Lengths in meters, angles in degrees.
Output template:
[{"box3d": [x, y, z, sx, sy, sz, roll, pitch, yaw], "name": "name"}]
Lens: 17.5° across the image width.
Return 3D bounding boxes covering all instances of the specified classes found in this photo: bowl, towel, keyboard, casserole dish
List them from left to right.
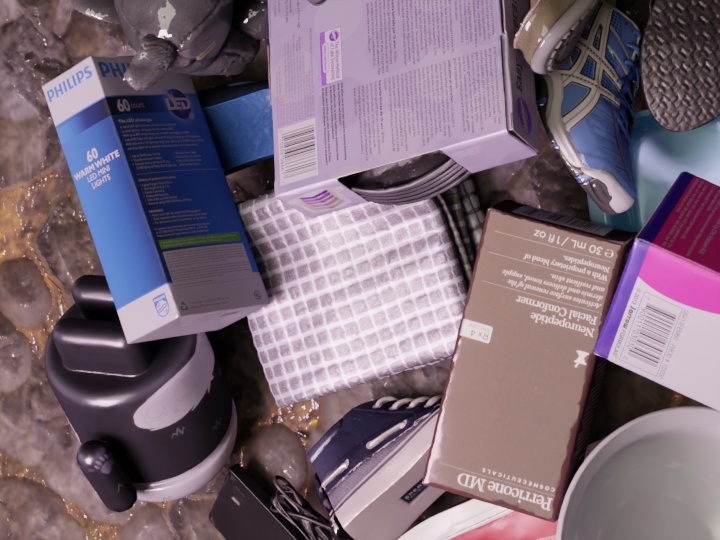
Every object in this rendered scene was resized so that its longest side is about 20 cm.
[{"box3d": [-0.031, 0.228, 1.807, 0.200, 0.040, 0.104, 45, 140, 15], "name": "keyboard"}, {"box3d": [0.000, 0.000, 1.715, 0.200, 0.086, 0.166, -20, 89, 30], "name": "towel"}, {"box3d": [0.215, 0.196, 1.594, 0.090, 0.201, 0.202, 148, 101, -73], "name": "bowl"}, {"box3d": [0.252, -0.056, 1.589, 0.199, 0.039, 0.122, -4, 95, 29], "name": "casserole dish"}]

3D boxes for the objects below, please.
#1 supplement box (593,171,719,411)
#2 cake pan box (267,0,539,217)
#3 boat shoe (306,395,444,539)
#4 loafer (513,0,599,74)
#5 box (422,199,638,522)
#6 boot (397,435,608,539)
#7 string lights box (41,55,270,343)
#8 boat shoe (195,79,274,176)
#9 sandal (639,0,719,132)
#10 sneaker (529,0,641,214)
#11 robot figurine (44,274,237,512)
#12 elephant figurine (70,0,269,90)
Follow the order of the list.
[{"box3d": [0.271, 0.035, 1.521, 0.200, 0.103, 0.101, 26, 128, 12], "name": "supplement box"}, {"box3d": [0.026, -0.145, 1.573, 0.184, 0.052, 0.201, -17, 64, 29], "name": "cake pan box"}, {"box3d": [0.045, 0.114, 1.716, 0.200, 0.075, 0.093, -38, 46, 8], "name": "boat shoe"}, {"box3d": [0.132, -0.207, 1.548, 0.070, 0.200, 0.075, 25, 137, -1], "name": "loafer"}, {"box3d": [0.116, 0.060, 1.601, 0.100, 0.075, 0.201, 15, 101, 13], "name": "box"}, {"box3d": [0.123, 0.222, 1.690, 0.200, 0.072, 0.145, -26, 86, 27], "name": "boot"}, {"box3d": [-0.147, -0.055, 1.692, 0.059, 0.103, 0.201, -27, 78, 36], "name": "string lights box"}, {"box3d": [-0.103, -0.101, 1.771, 0.199, 0.069, 0.084, -3, 105, 31], "name": "boat shoe"}, {"box3d": [0.228, -0.190, 1.576, 0.075, 0.045, 0.201, 3, 83, 4], "name": "sandal"}, {"box3d": [0.159, -0.132, 1.581, 0.077, 0.076, 0.201, -20, 63, 16], "name": "sneaker"}, {"box3d": [-0.167, 0.088, 1.768, 0.150, 0.200, 0.125, -35, 50, -13], "name": "robot figurine"}, {"box3d": [-0.153, -0.235, 1.707, 0.200, 0.155, 0.142, 41, 104, 22], "name": "elephant figurine"}]
